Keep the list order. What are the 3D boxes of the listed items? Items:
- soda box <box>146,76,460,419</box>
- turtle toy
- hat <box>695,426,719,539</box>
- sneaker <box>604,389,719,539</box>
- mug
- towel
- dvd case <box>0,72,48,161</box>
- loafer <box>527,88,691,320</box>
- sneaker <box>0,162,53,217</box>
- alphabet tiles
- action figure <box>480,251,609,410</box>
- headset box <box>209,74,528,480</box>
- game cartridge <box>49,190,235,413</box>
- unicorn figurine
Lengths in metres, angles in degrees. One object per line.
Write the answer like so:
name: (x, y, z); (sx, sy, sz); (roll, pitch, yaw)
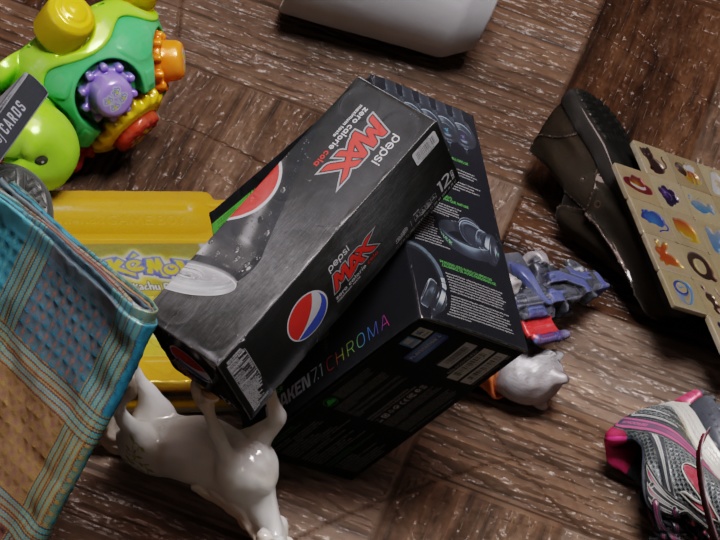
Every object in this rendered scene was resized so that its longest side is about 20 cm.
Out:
soda box: (-0.033, -0.015, 1.551); (0.071, 0.063, 0.200); (31, 71, 32)
turtle toy: (-0.200, -0.122, 1.839); (0.101, 0.146, 0.200); (49, 44, 5)
hat: (0.226, 0.242, 1.505); (0.200, 0.176, 0.166); (30, 40, 16)
sneaker: (0.223, 0.162, 1.688); (0.074, 0.081, 0.200); (-14, 38, -12)
mug: (0.039, -0.253, 2.065); (0.153, 0.150, 0.187); (23, 45, -3)
towel: (-0.209, 0.067, 1.556); (0.147, 0.200, 0.022); (38, 20, 26)
dvd case: (-0.285, -0.028, 1.646); (0.025, 0.200, 0.150); (43, 37, -14)
loafer: (0.185, -0.038, 1.923); (0.073, 0.071, 0.200); (20, 39, -49)
sneaker: (-0.252, 0.040, 1.674); (0.076, 0.114, 0.200); (15, 65, -33)
alphabet tiles: (0.260, -0.007, 1.889); (0.166, 0.006, 0.200); (15, 42, -37)
action figure: (0.081, 0.019, 1.816); (0.194, 0.105, 0.200); (50, 25, 26)
headset box: (0.000, 0.000, 1.674); (0.093, 0.174, 0.201); (19, 47, -37)
game cartridge: (-0.150, 0.017, 1.761); (0.176, 0.033, 0.200); (-1, 43, -20)
unicorn figurine: (-0.093, 0.113, 1.609); (0.074, 0.138, 0.200); (-31, 43, -30)
